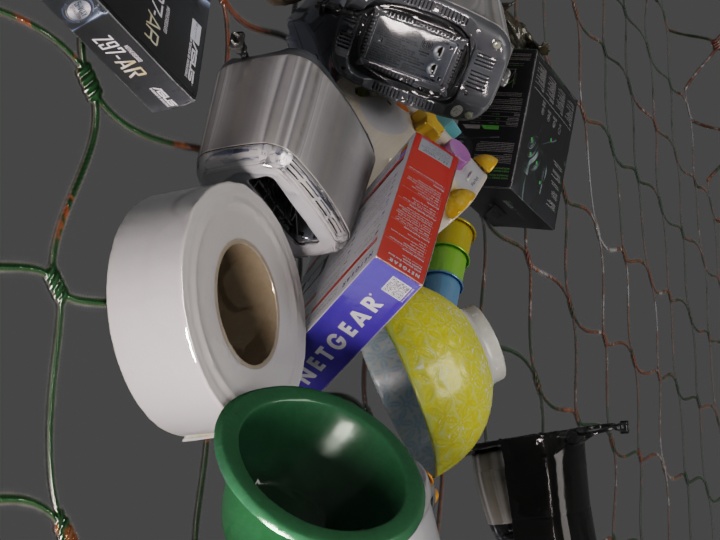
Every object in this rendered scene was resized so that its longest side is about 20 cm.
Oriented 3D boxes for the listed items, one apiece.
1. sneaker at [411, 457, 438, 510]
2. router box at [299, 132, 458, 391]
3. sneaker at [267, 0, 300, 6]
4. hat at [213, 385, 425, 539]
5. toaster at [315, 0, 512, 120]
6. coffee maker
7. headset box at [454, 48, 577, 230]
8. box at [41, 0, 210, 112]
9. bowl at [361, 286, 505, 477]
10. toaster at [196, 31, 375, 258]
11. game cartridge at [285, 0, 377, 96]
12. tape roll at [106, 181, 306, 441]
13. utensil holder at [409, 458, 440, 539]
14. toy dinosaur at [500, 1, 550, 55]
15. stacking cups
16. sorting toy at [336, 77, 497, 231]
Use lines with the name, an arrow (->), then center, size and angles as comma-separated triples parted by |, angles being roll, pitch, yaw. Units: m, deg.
sneaker -> 0.032, 0.206, 1.366 | 0.077, 0.078, 0.200 | -45, 162, -12
router box -> 0.000, 0.000, 1.299 | 0.049, 0.200, 0.180 | 32, 42, -12
sneaker -> -0.045, -0.342, 1.458 | 0.070, 0.075, 0.200 | 55, 35, -44
hat -> -0.072, 0.207, 1.118 | 0.199, 0.176, 0.166 | 3, 40, -35
toaster -> 0.055, -0.237, 1.439 | 0.129, 0.199, 0.114 | -76, -174, -60
coffee maker -> 0.222, 0.288, 1.683 | 0.134, 0.192, 0.201 | -4, 82, -38
headset box -> 0.197, -0.160, 1.864 | 0.174, 0.092, 0.201 | 31, 67, -60
box -> -0.179, -0.254, 1.167 | 0.160, 0.043, 0.201 | 47, 40, -51
bowl -> 0.078, 0.091, 1.418 | 0.200, 0.107, 0.201 | 157, -90, -80
toaster -> -0.068, -0.101, 1.275 | 0.200, 0.113, 0.130 | 56, 36, -46
game cartridge -> -0.016, -0.191, 1.521 | 0.133, 0.041, 0.201 | -64, 139, -58
tape roll -> -0.119, 0.033, 1.167 | 0.202, 0.071, 0.203 | -9, 90, -67
utensil holder -> -0.004, 0.279, 1.219 | 0.170, 0.169, 0.201 | -47, 126, -61
toy dinosaur -> 0.207, -0.295, 1.996 | 0.102, 0.077, 0.200 | -122, -166, -47
stacking cups -> 0.087, 0.033, 1.650 | 0.061, 0.060, 0.200 | 55, 39, -44
sorting toy -> 0.041, -0.136, 1.500 | 0.180, 0.107, 0.200 | 54, 30, -12
